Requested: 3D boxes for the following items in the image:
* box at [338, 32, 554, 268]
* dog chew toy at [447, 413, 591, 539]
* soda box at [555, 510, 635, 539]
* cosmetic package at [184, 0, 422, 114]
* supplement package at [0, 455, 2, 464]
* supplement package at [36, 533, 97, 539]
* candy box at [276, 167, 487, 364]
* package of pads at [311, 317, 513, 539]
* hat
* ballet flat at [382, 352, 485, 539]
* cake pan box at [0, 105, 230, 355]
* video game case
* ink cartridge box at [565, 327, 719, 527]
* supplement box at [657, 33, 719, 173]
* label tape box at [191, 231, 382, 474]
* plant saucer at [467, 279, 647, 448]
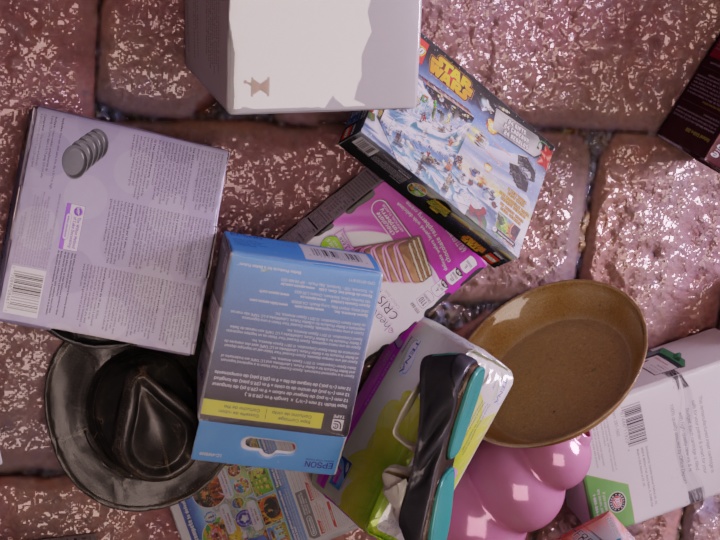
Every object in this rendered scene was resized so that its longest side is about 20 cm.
[{"bbox_3d":[0.082,-0.115,1.650,0.200,0.040,0.138,38,55,-23],"label":"box"},{"bbox_3d":[0.141,0.207,1.742,0.200,0.125,0.124,-40,115,22],"label":"dog chew toy"},{"bbox_3d":[0.262,0.310,1.803,0.063,0.069,0.200,-29,148,10],"label":"soda box"},{"bbox_3d":[-0.053,-0.235,1.526,0.165,0.200,0.169,-3,108,-15],"label":"cosmetic package"},{"bbox_3d":[-0.415,0.083,1.569,0.154,0.111,0.202,-15,111,-11],"label":"supplement package"},{"bbox_3d":[-0.335,0.327,1.668,0.198,0.110,0.115,-5,109,-15],"label":"supplement package"},{"bbox_3d":[0.000,0.000,1.690,0.200,0.061,0.137,-39,112,-1],"label":"candy box"},{"bbox_3d":[0.047,0.150,1.686,0.068,0.154,0.201,29,90,-26],"label":"package of pads"},{"bbox_3d":[-0.198,0.134,1.654,0.198,0.081,0.203,-2,99,-13],"label":"hat"},{"bbox_3d":[0.057,0.166,1.585,0.072,0.073,0.202,9,100,-18],"label":"ballet flat"},{"bbox_3d":[-0.222,-0.030,1.596,0.182,0.052,0.202,10,88,-17],"label":"cake pan box"},{"bbox_3d":[-0.087,0.215,1.756,0.198,0.018,0.144,-21,112,-10],"label":"video game case"},{"bbox_3d":[0.301,0.162,1.815,0.198,0.084,0.147,-17,111,-10],"label":"ink cartridge box"},{"bbox_3d":[0.378,-0.190,1.715,0.061,0.109,0.201,29,98,-22],"label":"supplement box"},{"bbox_3d":[-0.072,0.076,1.629,0.142,0.066,0.202,8,109,-15],"label":"label tape box"},{"bbox_3d":[0.184,0.096,1.707,0.200,0.200,0.036,-36,129,-2],"label":"plant saucer"}]
